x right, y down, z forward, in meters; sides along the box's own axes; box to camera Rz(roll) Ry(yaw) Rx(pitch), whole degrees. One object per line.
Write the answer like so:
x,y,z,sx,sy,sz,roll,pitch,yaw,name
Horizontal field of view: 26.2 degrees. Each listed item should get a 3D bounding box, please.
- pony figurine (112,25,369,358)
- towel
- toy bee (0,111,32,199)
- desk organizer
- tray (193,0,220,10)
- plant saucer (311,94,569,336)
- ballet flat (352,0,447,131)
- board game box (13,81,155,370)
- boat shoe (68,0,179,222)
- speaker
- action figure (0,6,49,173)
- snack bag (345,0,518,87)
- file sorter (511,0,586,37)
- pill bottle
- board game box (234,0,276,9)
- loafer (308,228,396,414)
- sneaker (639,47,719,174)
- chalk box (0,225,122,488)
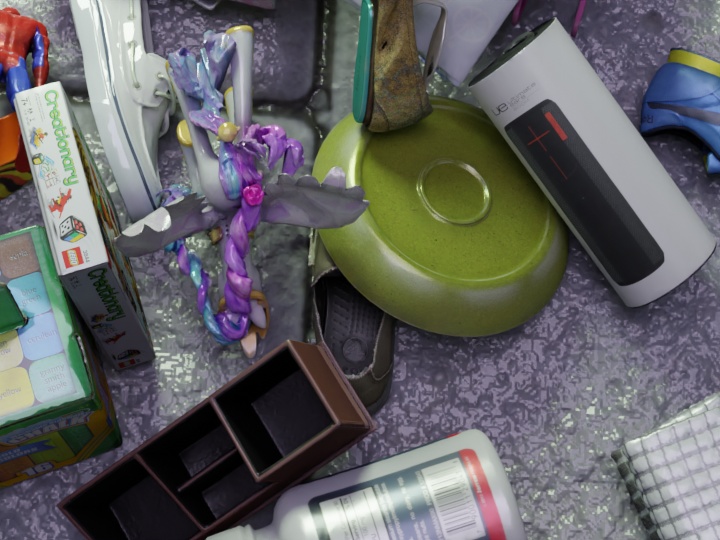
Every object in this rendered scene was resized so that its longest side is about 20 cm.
-0.087,-0.057,1.053,0.164,0.193,0.203,-7,73,-7,pony figurine
0.293,0.156,1.057,0.198,0.086,0.167,-22,73,-6,towel
-0.326,-0.055,1.108,0.198,0.109,0.132,-1,63,-27,toy bee
-0.096,0.129,1.026,0.199,0.077,0.072,-36,76,9,desk organizer
-0.101,-0.302,1.214,0.107,0.022,0.201,33,76,7,tray
0.063,-0.049,1.101,0.198,0.031,0.202,9,58,-15,plant saucer
0.028,-0.193,1.052,0.070,0.071,0.202,0,114,-1,ballet flat
-0.181,-0.023,1.033,0.034,0.200,0.128,-17,71,-5,board game box
-0.165,-0.137,1.137,0.066,0.074,0.202,-16,74,-4,boat shoe
0.162,-0.076,1.091,0.081,0.081,0.201,-39,98,-12,speaker
-0.255,-0.138,1.104,0.065,0.052,0.201,11,34,-16,action figure
0.045,-0.253,1.061,0.188,0.021,0.201,35,118,-5,snack bag
0.088,-0.264,1.135,0.198,0.139,0.127,17,116,5,file sorter
0.004,0.189,1.021,0.198,0.120,0.121,-17,74,-5,pill bottle
-0.134,-0.313,1.177,0.197,0.041,0.202,15,68,4,board game box
0.000,0.000,1.102,0.074,0.070,0.203,-2,74,-2,loafer
0.302,-0.092,1.143,0.198,0.066,0.079,24,86,6,sneaker
-0.239,0.059,1.012,0.123,0.200,0.125,-17,74,-6,chalk box
